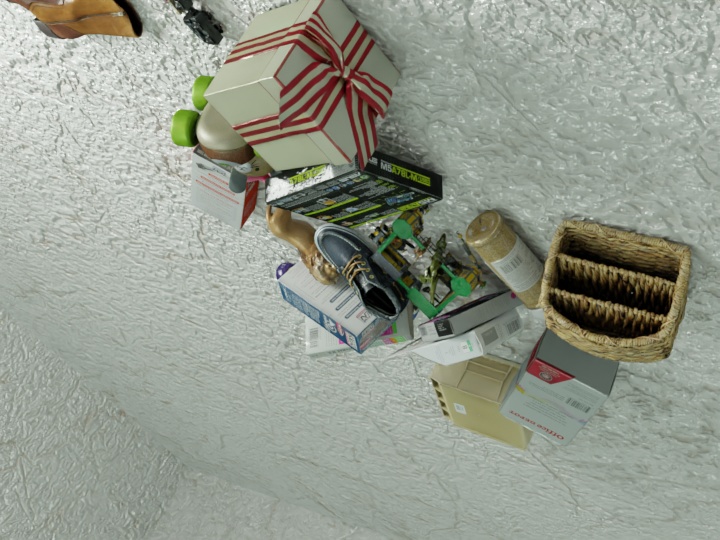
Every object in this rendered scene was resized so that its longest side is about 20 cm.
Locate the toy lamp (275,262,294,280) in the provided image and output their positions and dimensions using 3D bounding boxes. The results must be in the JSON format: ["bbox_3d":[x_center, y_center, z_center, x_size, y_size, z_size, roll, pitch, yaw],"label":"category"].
[{"bbox_3d":[-0.102,-0.008,1.967,0.058,0.058,0.200,37,153,-19],"label":"toy lamp"}]

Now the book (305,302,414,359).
[{"bbox_3d":[-0.005,0.078,1.845,0.199,0.134,0.048,-11,153,17],"label":"book"}]

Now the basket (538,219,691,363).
[{"bbox_3d":[0.361,0.036,1.463,0.199,0.143,0.149,17,154,23],"label":"basket"}]

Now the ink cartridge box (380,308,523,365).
[{"bbox_3d":[0.156,0.125,1.720,0.199,0.161,0.050,-23,90,36],"label":"ink cartridge box"}]

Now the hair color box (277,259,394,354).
[{"bbox_3d":[-0.041,0.052,1.798,0.200,0.100,0.061,33,153,31],"label":"hair color box"}]

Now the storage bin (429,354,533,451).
[{"bbox_3d":[0.257,0.256,2.055,0.198,0.094,0.200,17,153,24],"label":"storage bin"}]

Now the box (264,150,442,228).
[{"bbox_3d":[-0.010,-0.122,1.530,0.199,0.048,0.192,-16,162,42],"label":"box"}]

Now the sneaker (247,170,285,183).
[{"bbox_3d":[-0.104,-0.141,1.671,0.199,0.096,0.079,28,154,-2],"label":"sneaker"}]

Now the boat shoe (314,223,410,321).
[{"bbox_3d":[0.000,0.000,1.686,0.200,0.091,0.071,40,110,-1],"label":"boat shoe"}]

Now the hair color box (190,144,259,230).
[{"bbox_3d":[-0.242,-0.159,1.816,0.110,0.064,0.200,29,157,2],"label":"hair color box"}]

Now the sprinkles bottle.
[{"bbox_3d":[0.246,-0.007,1.592,0.068,0.068,0.200,-3,140,49],"label":"sprinkles bottle"}]

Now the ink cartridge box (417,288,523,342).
[{"bbox_3d":[0.199,0.068,1.688,0.095,0.199,0.037,-20,89,59],"label":"ink cartridge box"}]

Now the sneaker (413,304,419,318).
[{"bbox_3d":[0.018,0.056,1.939,0.199,0.079,0.089,22,152,14],"label":"sneaker"}]

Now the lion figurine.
[{"bbox_3d":[-0.104,-0.066,1.778,0.199,0.123,0.072,31,155,-5],"label":"lion figurine"}]

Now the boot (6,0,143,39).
[{"bbox_3d":[-0.453,-0.417,1.539,0.199,0.069,0.189,9,149,34],"label":"boot"}]

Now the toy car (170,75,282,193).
[{"bbox_3d":[-0.175,-0.182,1.561,0.163,0.158,0.201,10,142,16],"label":"toy car"}]

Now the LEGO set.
[{"bbox_3d":[0.121,-0.028,1.669,0.200,0.116,0.154,39,137,7],"label":"LEGO set"}]

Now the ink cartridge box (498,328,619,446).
[{"bbox_3d":[0.355,0.212,1.833,0.145,0.083,0.200,26,143,4],"label":"ink cartridge box"}]

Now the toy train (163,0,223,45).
[{"bbox_3d":[-0.266,-0.395,1.429,0.046,0.034,0.200,19,157,49],"label":"toy train"}]

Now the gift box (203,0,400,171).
[{"bbox_3d":[-0.071,-0.233,1.345,0.186,0.201,0.184,-3,146,47],"label":"gift box"}]
